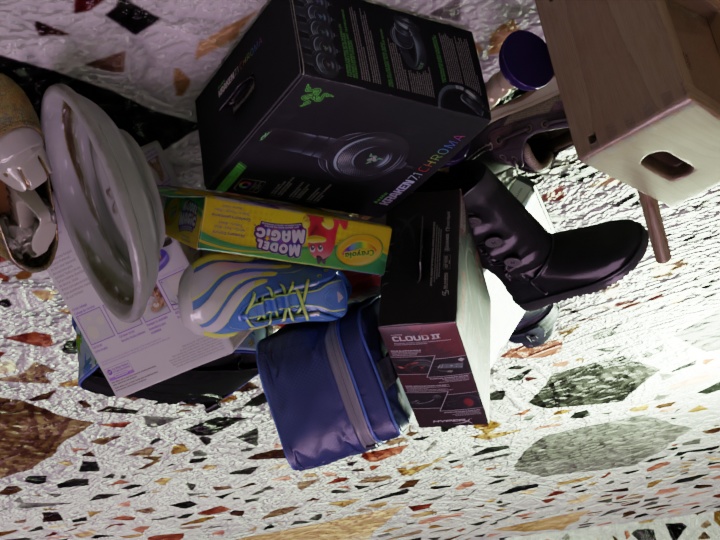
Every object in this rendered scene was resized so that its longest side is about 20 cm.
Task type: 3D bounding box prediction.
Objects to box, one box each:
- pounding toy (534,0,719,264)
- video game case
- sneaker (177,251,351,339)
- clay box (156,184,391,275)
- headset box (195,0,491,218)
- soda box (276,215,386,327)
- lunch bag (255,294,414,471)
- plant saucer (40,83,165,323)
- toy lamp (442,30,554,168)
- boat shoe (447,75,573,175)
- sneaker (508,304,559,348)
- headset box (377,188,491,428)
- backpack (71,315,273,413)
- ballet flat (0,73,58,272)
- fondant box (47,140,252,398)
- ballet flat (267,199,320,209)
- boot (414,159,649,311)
[{"bbox_3d":[0.242,-0.134,0.934,0.141,0.187,0.199,-28,151,35],"label":"pounding toy"},{"bbox_3d":[0.161,0.011,1.266,0.025,0.182,0.200,29,171,27],"label":"video game case"},{"bbox_3d":[-0.074,0.016,0.994,0.104,0.077,0.199,-6,-178,27],"label":"sneaker"},{"bbox_3d":[-0.086,-0.036,0.958,0.197,0.048,0.115,7,-175,-26],"label":"clay box"},{"bbox_3d":[-0.024,-0.136,0.933,0.198,0.094,0.174,8,149,-34],"label":"headset box"},{"bbox_3d":[0.000,0.000,1.180,0.198,0.064,0.070,-28,150,26],"label":"soda box"},{"bbox_3d":[-0.008,0.105,1.115,0.131,0.138,0.200,-17,-176,12],"label":"lunch bag"},{"bbox_3d":[-0.205,-0.059,0.922,0.050,0.202,0.201,-20,161,-25],"label":"plant saucer"},{"bbox_3d":[0.099,-0.141,0.995,0.057,0.059,0.200,1,164,-23],"label":"toy lamp"},{"bbox_3d":[0.161,-0.125,1.065,0.071,0.066,0.199,13,147,-44],"label":"boat shoe"},{"bbox_3d":[0.165,0.068,1.473,0.200,0.078,0.146,-20,151,18],"label":"sneaker"},{"bbox_3d":[0.072,0.033,1.045,0.074,0.150,0.201,-5,142,14],"label":"headset box"},{"bbox_3d":[-0.211,0.064,1.224,0.198,0.149,0.182,5,154,-39],"label":"backpack"},{"bbox_3d":[-0.287,-0.074,0.939,0.070,0.071,0.202,-5,139,-13],"label":"ballet flat"},{"bbox_3d":[-0.208,0.001,1.040,0.143,0.202,0.058,-21,-167,23],"label":"fondant box"},{"bbox_3d":[-0.130,-0.043,1.137,0.197,0.069,0.067,-13,154,-20],"label":"ballet flat"},{"bbox_3d":[0.167,-0.049,1.101,0.164,0.066,0.200,-29,128,29],"label":"boot"}]
